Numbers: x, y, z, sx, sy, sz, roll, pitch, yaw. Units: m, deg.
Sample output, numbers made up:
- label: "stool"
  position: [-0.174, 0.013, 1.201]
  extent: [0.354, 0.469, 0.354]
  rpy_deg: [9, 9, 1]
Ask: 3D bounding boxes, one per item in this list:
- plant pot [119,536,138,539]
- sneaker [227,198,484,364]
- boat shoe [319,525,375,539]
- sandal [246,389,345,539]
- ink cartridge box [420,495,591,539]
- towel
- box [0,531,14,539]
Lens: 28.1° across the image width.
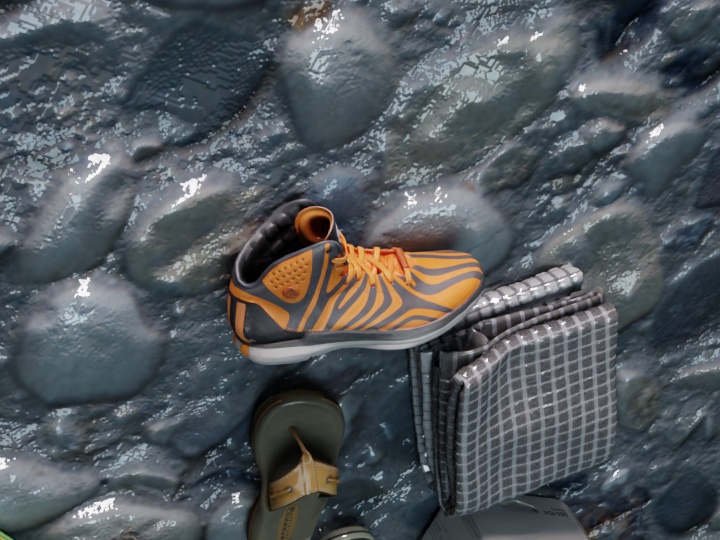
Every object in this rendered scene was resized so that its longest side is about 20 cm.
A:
- label: "plant pot"
  position: [-0.190, 0.379, 1.201]
  extent: [0.200, 0.200, 0.177]
  rpy_deg: [-36, 144, 3]
- label: "sneaker"
  position: [0.000, 0.000, 1.057]
  extent: [0.200, 0.078, 0.112]
  rpy_deg: [-15, 132, -16]
- label: "boat shoe"
  position: [-0.013, 0.313, 1.317]
  extent: [0.075, 0.062, 0.200]
  rpy_deg: [-7, 128, -19]
- label: "sandal"
  position: [-0.054, 0.179, 1.191]
  extent: [0.082, 0.055, 0.200]
  rpy_deg: [-4, 128, -24]
- label: "ink cartridge box"
  position: [0.112, 0.311, 1.363]
  extent: [0.146, 0.085, 0.200]
  rpy_deg: [11, 119, -33]
- label: "towel"
  position: [0.132, 0.107, 1.207]
  extent: [0.165, 0.086, 0.200]
  rpy_deg: [-18, 132, -14]
- label: "box"
  position: [-0.348, 0.220, 1.082]
  extent: [0.117, 0.048, 0.200]
  rpy_deg: [-36, 136, 4]
